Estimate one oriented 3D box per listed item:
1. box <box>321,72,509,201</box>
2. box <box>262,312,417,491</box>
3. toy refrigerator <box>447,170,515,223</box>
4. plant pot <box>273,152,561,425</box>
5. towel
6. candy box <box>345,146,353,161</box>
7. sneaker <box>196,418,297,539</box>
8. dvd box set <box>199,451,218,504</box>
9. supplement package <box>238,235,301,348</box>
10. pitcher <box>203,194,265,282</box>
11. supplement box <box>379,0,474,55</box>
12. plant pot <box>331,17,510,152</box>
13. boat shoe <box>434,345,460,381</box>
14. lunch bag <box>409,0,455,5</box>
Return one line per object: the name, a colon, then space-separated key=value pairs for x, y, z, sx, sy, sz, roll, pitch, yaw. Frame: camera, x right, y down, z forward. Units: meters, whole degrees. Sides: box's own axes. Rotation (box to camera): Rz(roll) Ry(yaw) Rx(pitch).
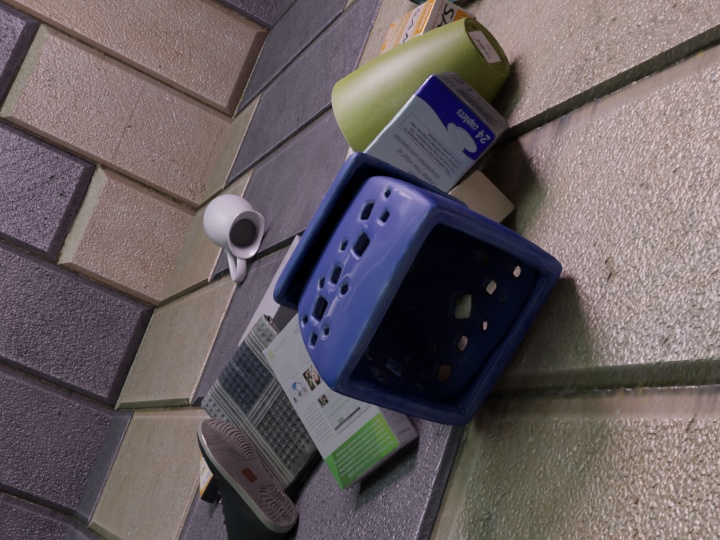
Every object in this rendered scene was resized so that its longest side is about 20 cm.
box: x=0.070 y=-0.129 z=1.287 sx=0.200 sy=0.105 sz=0.184 roll=-48 pitch=-2 yaw=16
box: x=-0.028 y=0.144 z=1.273 sx=0.201 sy=0.036 sz=0.144 roll=60 pitch=138 yaw=14
toy refrigerator: x=0.087 y=-0.024 z=1.266 sx=0.076 sy=0.070 sz=0.200 roll=-39 pitch=-9 yaw=-48
plant pot: x=0.043 y=0.011 z=1.066 sx=0.180 sy=0.199 sz=0.201 roll=43 pitch=107 yaw=46
towel: x=-0.120 y=0.193 z=1.507 sx=0.200 sy=0.034 sz=0.193 roll=48 pitch=117 yaw=23
candy box: x=0.016 y=-0.175 z=1.740 sx=0.115 sy=0.055 sz=0.202 roll=-39 pitch=32 yaw=55
sneaker: x=-0.178 y=0.307 z=1.494 sx=0.200 sy=0.074 sz=0.107 roll=50 pitch=127 yaw=24
dvd box set: x=-0.241 y=0.298 z=1.905 sx=0.147 sy=0.029 sz=0.200 roll=-61 pitch=17 yaw=14
supplement package: x=-0.086 y=0.074 z=1.598 sx=0.201 sy=0.120 sz=0.120 roll=-60 pitch=18 yaw=14
pitcher: x=-0.287 y=-0.076 z=2.428 sx=0.200 sy=0.120 sz=0.173 roll=36 pitch=116 yaw=61
supplement box: x=0.091 y=-0.347 z=1.720 sx=0.127 sy=0.073 sz=0.200 roll=-69 pitch=18 yaw=-9
plant pot: x=0.096 y=-0.236 z=1.433 sx=0.199 sy=0.187 sz=0.188 roll=-36 pitch=31 yaw=31
boat shoe: x=0.048 y=0.050 z=1.227 sx=0.072 sy=0.075 sz=0.200 roll=-49 pitch=61 yaw=19
lunch bag: x=0.141 y=-0.522 z=1.729 sx=0.172 sy=0.121 sz=0.200 roll=-64 pitch=13 yaw=-5
